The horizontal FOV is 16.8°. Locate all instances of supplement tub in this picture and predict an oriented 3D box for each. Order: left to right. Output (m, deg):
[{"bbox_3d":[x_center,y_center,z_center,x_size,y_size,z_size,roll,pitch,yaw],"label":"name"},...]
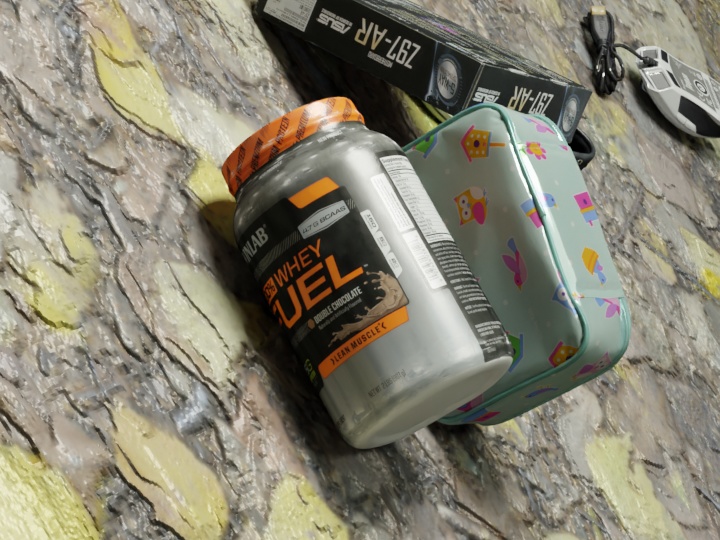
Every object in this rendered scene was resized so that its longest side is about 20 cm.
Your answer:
[{"bbox_3d":[0.000,0.000,1.530,0.122,0.122,0.200,-6,63,-60],"label":"supplement tub"}]

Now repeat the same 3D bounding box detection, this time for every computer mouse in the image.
[{"bbox_3d":[0.280,-0.169,2.268,0.200,0.044,0.110,28,32,-32],"label":"computer mouse"}]

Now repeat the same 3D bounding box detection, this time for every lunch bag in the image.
[{"bbox_3d":[0.083,-0.004,1.634,0.077,0.160,0.200,3,62,-51],"label":"lunch bag"}]

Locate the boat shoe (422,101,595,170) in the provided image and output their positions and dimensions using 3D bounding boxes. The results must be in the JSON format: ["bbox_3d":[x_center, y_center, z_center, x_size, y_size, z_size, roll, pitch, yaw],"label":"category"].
[{"bbox_3d":[0.108,-0.132,1.924,0.200,0.062,0.075,38,33,-27],"label":"boat shoe"}]

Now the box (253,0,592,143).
[{"bbox_3d":[0.046,-0.158,1.761,0.200,0.044,0.160,30,13,31],"label":"box"}]
